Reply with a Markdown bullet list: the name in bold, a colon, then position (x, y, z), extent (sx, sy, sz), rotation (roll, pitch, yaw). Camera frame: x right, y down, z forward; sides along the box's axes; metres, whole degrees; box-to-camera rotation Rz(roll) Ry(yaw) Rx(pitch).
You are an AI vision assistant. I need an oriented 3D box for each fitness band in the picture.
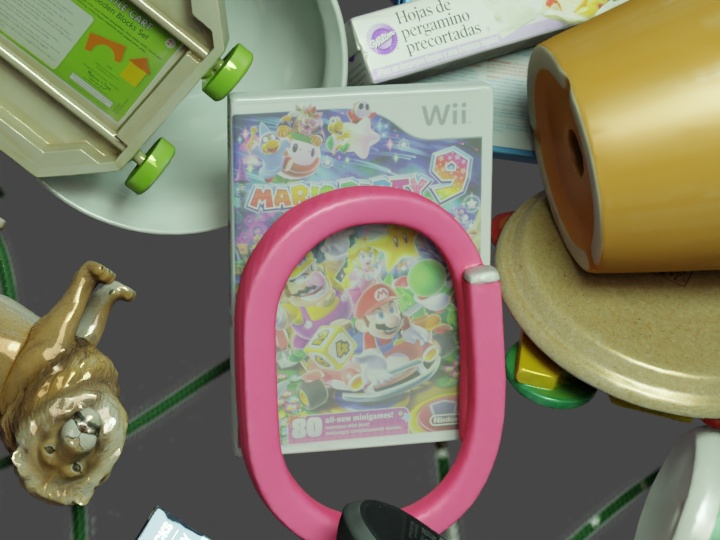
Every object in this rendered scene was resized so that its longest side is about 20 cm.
- **fitness band**: position (0.005, 0.055, 1.293), extent (0.143, 0.037, 0.200), rotation (-6, 104, -13)

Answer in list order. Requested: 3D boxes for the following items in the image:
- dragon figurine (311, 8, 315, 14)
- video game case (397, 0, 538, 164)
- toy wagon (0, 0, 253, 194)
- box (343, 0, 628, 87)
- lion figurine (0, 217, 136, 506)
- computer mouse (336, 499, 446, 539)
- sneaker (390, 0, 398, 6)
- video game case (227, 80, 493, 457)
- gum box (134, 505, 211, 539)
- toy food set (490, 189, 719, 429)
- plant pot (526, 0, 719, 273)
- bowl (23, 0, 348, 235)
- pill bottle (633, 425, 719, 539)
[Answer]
- **dragon figurine**: position (-0.038, -0.228, 1.390), extent (0.059, 0.099, 0.200), rotation (-13, 75, -15)
- **video game case**: position (0.092, -0.161, 1.372), extent (0.143, 0.018, 0.200), rotation (7, 79, -14)
- **toy wagon**: position (-0.130, -0.139, 1.256), extent (0.155, 0.040, 0.200), rotation (38, 110, -12)
- **box**: position (0.085, -0.142, 1.336), extent (0.200, 0.041, 0.039), rotation (-18, 86, -17)
- **lion figurine**: position (-0.201, 0.034, 1.296), extent (0.200, 0.072, 0.123), rotation (28, 81, 14)
- **computer mouse**: position (0.059, 0.198, 1.265), extent (0.200, 0.139, 0.053), rotation (38, 106, -2)
- **sneaker**: position (0.068, -0.176, 1.414), extent (0.200, 0.071, 0.083), rotation (43, 66, -2)
- **video game case**: position (0.000, 0.000, 1.308), extent (0.143, 0.018, 0.200), rotation (-4, 107, -12)
- **gum box**: position (-0.068, 0.248, 1.257), extent (0.200, 0.045, 0.170), rotation (32, 69, -1)
- **toy food set**: position (0.165, 0.014, 1.343), extent (0.198, 0.049, 0.200), rotation (14, 41, -1)
- **plant pot**: position (0.193, -0.079, 1.290), extent (0.183, 0.200, 0.200), rotation (-14, 75, -9)
- **bowl**: position (-0.103, -0.128, 1.328), extent (0.201, 0.090, 0.201), rotation (1, 113, 3)
- **pill bottle**: position (0.254, 0.167, 1.312), extent (0.200, 0.113, 0.113), rotation (21, 69, -3)
